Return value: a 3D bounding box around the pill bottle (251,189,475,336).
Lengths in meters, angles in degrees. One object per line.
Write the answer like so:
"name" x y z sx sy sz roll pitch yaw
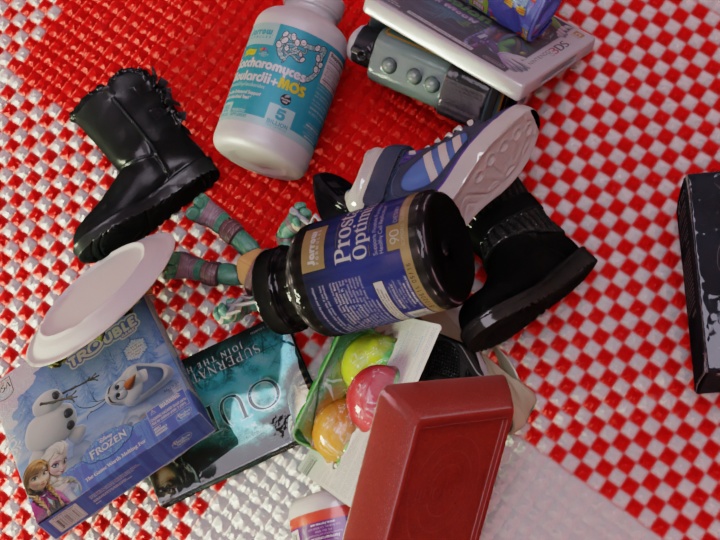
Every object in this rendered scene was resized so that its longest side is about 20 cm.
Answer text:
"pill bottle" 0.000 0.000 1.330 0.198 0.111 0.114 -15 72 28

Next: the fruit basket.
"fruit basket" 0.011 0.131 1.365 0.093 0.200 0.187 28 84 -22

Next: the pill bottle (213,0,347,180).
"pill bottle" -0.080 -0.209 1.532 0.109 0.111 0.203 16 78 13

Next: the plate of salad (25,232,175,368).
"plate of salad" -0.266 0.035 1.467 0.199 0.200 0.048 -40 113 -2

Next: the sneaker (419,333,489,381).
"sneaker" 0.077 0.166 1.384 0.079 0.086 0.204 5 95 25

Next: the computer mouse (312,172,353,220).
"computer mouse" 0.006 -0.026 1.464 0.199 0.140 0.046 40 111 14

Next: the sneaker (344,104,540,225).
"sneaker" 0.071 -0.114 1.428 0.146 0.081 0.200 33 77 35

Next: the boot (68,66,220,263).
"boot" -0.268 -0.123 1.560 0.197 0.073 0.163 -35 75 -9

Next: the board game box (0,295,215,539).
"board game box" -0.275 0.144 1.468 0.199 0.044 0.200 -34 49 -1

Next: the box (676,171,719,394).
"box" 0.423 0.008 1.386 0.197 0.124 0.200 -4 73 8

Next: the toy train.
"toy train" 0.081 -0.218 1.499 0.198 0.114 0.086 27 119 15

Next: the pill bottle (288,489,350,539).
"pill bottle" -0.002 0.317 1.378 0.111 0.113 0.203 -13 74 5

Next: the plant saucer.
"plant saucer" 0.069 0.202 1.312 0.036 0.198 0.203 23 104 37

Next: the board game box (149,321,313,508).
"board game box" -0.145 0.148 1.490 0.198 0.028 0.137 -26 72 2

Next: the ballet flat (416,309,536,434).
"ballet flat" 0.105 0.085 1.455 0.069 0.070 0.200 -43 75 -4

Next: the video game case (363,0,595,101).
"video game case" 0.129 -0.262 1.492 0.199 0.024 0.181 33 38 18

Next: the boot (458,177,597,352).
"boot" 0.130 -0.017 1.428 0.158 0.080 0.210 48 43 13

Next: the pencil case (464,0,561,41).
"pencil case" 0.122 -0.316 1.473 0.199 0.087 0.078 33 67 17

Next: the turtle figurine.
"turtle figurine" -0.109 0.000 1.488 0.198 0.101 0.151 23 70 28
